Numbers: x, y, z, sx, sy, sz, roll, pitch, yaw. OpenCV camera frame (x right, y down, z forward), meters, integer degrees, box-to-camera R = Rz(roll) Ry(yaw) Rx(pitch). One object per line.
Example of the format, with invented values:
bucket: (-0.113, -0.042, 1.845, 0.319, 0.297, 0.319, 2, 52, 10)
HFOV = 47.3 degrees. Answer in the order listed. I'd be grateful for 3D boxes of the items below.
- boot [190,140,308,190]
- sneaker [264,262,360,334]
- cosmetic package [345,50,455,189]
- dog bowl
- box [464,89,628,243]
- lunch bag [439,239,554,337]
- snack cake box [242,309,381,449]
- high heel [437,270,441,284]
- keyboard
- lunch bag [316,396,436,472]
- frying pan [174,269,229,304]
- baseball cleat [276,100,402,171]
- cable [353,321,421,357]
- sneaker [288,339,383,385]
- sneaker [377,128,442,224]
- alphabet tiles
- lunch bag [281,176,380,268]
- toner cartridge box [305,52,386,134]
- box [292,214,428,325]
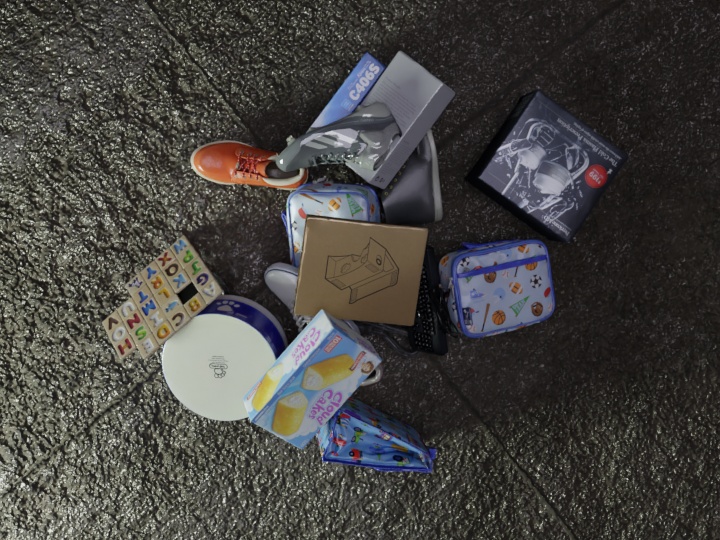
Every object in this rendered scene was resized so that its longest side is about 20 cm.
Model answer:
boot: (-0.185, -0.176, 1.367, 0.200, 0.107, 0.075, 6, 96, -5)
sneaker: (-0.083, 0.068, 1.362, 0.200, 0.071, 0.073, 41, 126, -6)
cosmetic package: (0.052, -0.246, 1.360, 0.101, 0.071, 0.200, 42, 103, 21)
dog bowl: (-0.224, 0.146, 1.370, 0.200, 0.079, 0.200, 3, 110, 7)
box: (0.319, -0.177, 1.425, 0.200, 0.104, 0.182, 34, 92, -8)
lunch bag: (0.234, 0.025, 1.423, 0.200, 0.076, 0.160, -11, 99, -19)
snack cake box: (-0.077, 0.174, 1.310, 0.115, 0.067, 0.200, 37, 98, -31)
high heel: (0.064, 0.001, 1.430, 0.200, 0.067, 0.096, 42, 79, -21)
keyboard: (0.105, 0.052, 1.380, 0.040, 0.104, 0.200, -31, 117, -47)
lunch bag: (0.035, 0.284, 1.406, 0.200, 0.151, 0.094, 16, 93, -7)
frying pan: (-0.301, 0.077, 1.412, 0.115, 0.031, 0.190, 39, 105, -9)
baseball cleat: (-0.031, -0.189, 1.293, 0.200, 0.070, 0.106, -29, 76, 1)
cable: (0.019, 0.093, 1.449, 0.200, 0.050, 0.097, 12, 102, -17)
sneaker: (-0.060, 0.161, 1.415, 0.200, 0.090, 0.075, 2, 94, -7)
sneaker: (0.075, -0.175, 1.411, 0.106, 0.075, 0.200, -11, 97, -7)
alphabet tiles: (-0.335, 0.051, 1.356, 0.200, 0.167, 0.008, -41, 140, -2)
lunch bag: (-0.048, -0.056, 1.380, 0.160, 0.076, 0.200, 2, 109, 13)
toner cartridge box: (-0.038, -0.268, 1.381, 0.043, 0.095, 0.200, 37, 89, -7)
box: (0.000, 0.000, 1.324, 0.200, 0.021, 0.164, 6, 101, -11)
